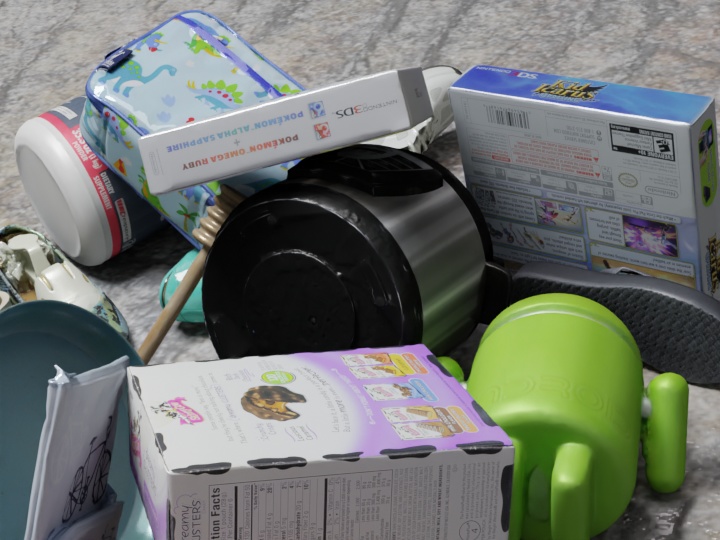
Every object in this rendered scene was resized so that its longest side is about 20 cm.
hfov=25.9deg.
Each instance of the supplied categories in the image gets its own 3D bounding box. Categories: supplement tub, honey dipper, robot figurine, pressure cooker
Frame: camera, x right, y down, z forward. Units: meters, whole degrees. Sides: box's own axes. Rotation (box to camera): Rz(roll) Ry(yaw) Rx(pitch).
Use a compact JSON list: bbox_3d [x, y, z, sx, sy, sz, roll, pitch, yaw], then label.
[{"bbox_3d":[-0.195,-0.106,1.406,0.199,0.141,0.140,-30,37,-24],"label":"supplement tub"},{"bbox_3d":[-0.142,0.028,1.198,0.201,0.038,0.038,-58,39,5],"label":"honey dipper"},{"bbox_3d":[0.125,0.095,1.019,0.174,0.117,0.201,1,36,13],"label":"robot figurine"},{"bbox_3d":[-0.001,0.002,1.131,0.178,0.177,0.200,-36,-4,32],"label":"pressure cooker"}]

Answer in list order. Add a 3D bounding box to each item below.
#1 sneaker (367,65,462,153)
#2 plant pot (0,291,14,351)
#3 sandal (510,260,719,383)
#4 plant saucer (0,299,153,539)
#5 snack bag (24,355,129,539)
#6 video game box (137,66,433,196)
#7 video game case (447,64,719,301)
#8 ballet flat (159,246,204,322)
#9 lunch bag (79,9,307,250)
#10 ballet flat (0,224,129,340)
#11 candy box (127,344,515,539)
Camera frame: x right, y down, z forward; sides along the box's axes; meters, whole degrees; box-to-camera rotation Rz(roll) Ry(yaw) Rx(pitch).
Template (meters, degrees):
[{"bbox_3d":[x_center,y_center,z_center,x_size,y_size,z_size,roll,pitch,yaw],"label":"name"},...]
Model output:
[{"bbox_3d":[0.046,-0.098,1.388,0.200,0.076,0.115,-37,48,-19],"label":"sneaker"},{"bbox_3d":[-0.345,0.135,1.067,0.198,0.178,0.200,6,36,25],"label":"plant pot"},{"bbox_3d":[0.196,0.025,1.132,0.199,0.077,0.043,18,45,38],"label":"sandal"},{"bbox_3d":[-0.202,0.120,1.038,0.027,0.201,0.201,-17,26,36],"label":"plant saucer"},{"bbox_3d":[-0.166,0.150,0.913,0.021,0.202,0.189,10,1,3],"label":"snack bag"},{"bbox_3d":[-0.045,-0.102,1.105,0.180,0.047,0.200,-12,7,8],"label":"video game box"},{"bbox_3d":[0.170,-0.053,1.161,0.199,0.183,0.045,14,40,35],"label":"video game case"},{"bbox_3d":[-0.092,-0.024,1.323,0.070,0.068,0.201,13,46,24],"label":"ballet flat"},{"bbox_3d":[-0.120,-0.118,1.293,0.200,0.083,0.160,41,54,14],"label":"lunch bag"},{"bbox_3d":[-0.261,0.015,1.317,0.074,0.075,0.199,-31,37,-25],"label":"ballet flat"},{"bbox_3d":[-0.031,0.110,0.930,0.198,0.072,0.168,-3,18,-15],"label":"candy box"}]
